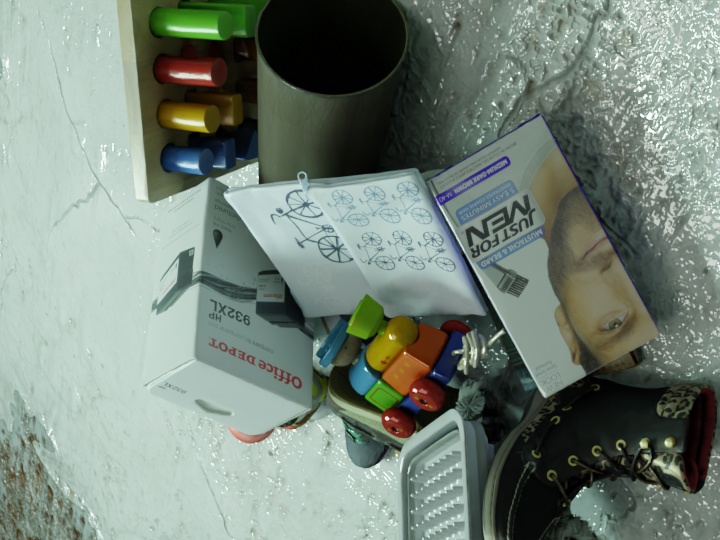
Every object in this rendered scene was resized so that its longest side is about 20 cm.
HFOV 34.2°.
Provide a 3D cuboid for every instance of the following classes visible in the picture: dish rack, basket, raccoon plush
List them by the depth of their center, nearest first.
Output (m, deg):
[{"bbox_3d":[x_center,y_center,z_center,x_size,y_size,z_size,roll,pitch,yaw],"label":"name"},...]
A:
[{"bbox_3d":[0.077,0.233,1.000,0.172,0.043,0.203,127,144,-62],"label":"dish rack"},{"bbox_3d":[0.164,0.200,1.091,0.096,0.202,0.134,-26,130,27],"label":"raccoon plush"},{"bbox_3d":[-0.036,-0.140,1.094,0.134,0.182,0.201,10,135,1],"label":"basket"}]

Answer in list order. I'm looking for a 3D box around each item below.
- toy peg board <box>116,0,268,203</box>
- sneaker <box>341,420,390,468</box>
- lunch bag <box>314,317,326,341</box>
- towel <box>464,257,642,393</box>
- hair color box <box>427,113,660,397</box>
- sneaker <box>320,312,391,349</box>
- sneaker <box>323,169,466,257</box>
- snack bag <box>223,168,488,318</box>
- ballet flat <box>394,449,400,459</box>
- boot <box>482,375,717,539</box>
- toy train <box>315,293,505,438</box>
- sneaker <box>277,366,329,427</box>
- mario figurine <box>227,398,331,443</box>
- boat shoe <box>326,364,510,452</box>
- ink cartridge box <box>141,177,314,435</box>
[{"bbox_3d":[-0.128,-0.182,1.138,0.097,0.200,0.202,9,111,29],"label":"toy peg board"},{"bbox_3d":[-0.008,0.142,1.254,0.074,0.087,0.202,35,132,33],"label":"sneaker"},{"bbox_3d":[-0.127,0.022,1.338,0.199,0.077,0.162,2,110,49],"label":"lunch bag"},{"bbox_3d":[0.158,0.004,1.042,0.146,0.022,0.202,-22,93,52],"label":"towel"},{"bbox_3d":[0.148,-0.013,0.955,0.108,0.065,0.202,-29,92,9],"label":"hair color box"},{"bbox_3d":[0.000,0.000,1.187,0.109,0.070,0.201,-47,35,12],"label":"sneaker"},{"bbox_3d":[0.055,-0.041,1.062,0.198,0.079,0.080,-3,71,26],"label":"sneaker"},{"bbox_3d":[-0.006,-0.016,1.023,0.198,0.022,0.189,-2,141,28],"label":"snack bag"},{"bbox_3d":[0.085,0.226,1.226,0.063,0.068,0.202,152,96,-80],"label":"ballet flat"},{"bbox_3d":[0.193,0.158,0.940,0.149,0.200,0.074,-2,125,36],"label":"boot"},{"bbox_3d":[0.039,0.060,1.024,0.115,0.085,0.200,32,146,-2],"label":"toy train"},{"bbox_3d":[-0.111,0.078,1.247,0.201,0.076,0.076,53,133,18],"label":"sneaker"},{"bbox_3d":[-0.108,0.136,1.363,0.124,0.105,0.200,61,159,-2],"label":"mario figurine"},{"bbox_3d":[0.058,0.150,1.163,0.199,0.072,0.066,24,149,1],"label":"boat shoe"},{"bbox_3d":[-0.121,0.036,1.128,0.083,0.144,0.202,-28,47,37],"label":"ink cartridge box"}]
